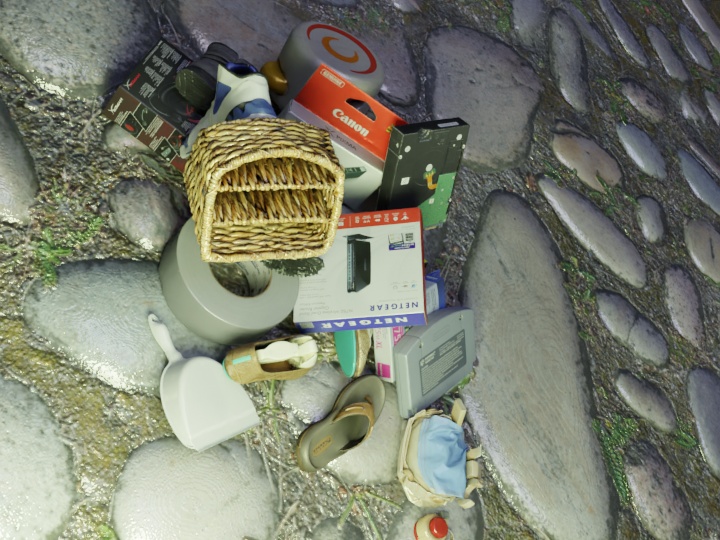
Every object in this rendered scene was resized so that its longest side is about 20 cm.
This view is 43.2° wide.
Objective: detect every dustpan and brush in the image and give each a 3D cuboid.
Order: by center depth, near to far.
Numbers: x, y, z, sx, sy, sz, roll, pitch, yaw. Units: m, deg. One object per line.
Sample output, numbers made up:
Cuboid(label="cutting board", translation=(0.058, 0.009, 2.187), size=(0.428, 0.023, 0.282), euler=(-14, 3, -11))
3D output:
Cuboid(label="dustpan and brush", translation=(-0.232, 0.141, 1.232), size=(0.139, 0.057, 0.200), euler=(-15, 79, -56))

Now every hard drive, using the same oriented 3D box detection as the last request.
Cuboid(label="hard drive", translation=(0.098, -0.152, 1.508), size=(0.140, 0.200, 0.038), euler=(-14, 41, -30))

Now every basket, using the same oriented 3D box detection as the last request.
Cuboid(label="basket", translation=(-0.120, -0.109, 1.223), size=(0.200, 0.143, 0.149), euler=(-2, 62, -29))

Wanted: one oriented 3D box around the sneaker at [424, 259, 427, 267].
Cuboid(label="sneaker", translation=(0.037, -0.013, 1.525), size=(0.081, 0.074, 0.200), euler=(48, 21, 15))

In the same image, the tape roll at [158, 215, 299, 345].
Cuboid(label="tape roll", translation=(-0.191, 0.008, 1.336), size=(0.200, 0.066, 0.201), euler=(20, 52, -28))

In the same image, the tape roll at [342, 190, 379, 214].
Cuboid(label="tape roll", translation=(-0.047, -0.149, 1.578), size=(0.203, 0.037, 0.203), euler=(20, 52, -28))

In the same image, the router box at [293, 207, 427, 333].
Cuboid(label="router box", translation=(0.000, 0.000, 1.399), size=(0.200, 0.049, 0.180), euler=(-5, 63, 8))

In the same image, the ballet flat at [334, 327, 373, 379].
Cuboid(label="ballet flat", translation=(-0.013, 0.074, 1.434), size=(0.065, 0.071, 0.200), euler=(0, 64, -34))

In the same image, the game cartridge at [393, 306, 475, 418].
Cuboid(label="game cartridge", translation=(0.122, 0.138, 1.479), size=(0.200, 0.041, 0.133), euler=(-28, 115, -46))

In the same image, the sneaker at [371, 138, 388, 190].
Cuboid(label="sneaker", translation=(0.033, -0.159, 1.588), size=(0.200, 0.112, 0.071), euler=(65, 32, -33))

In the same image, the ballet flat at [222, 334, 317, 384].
Cuboid(label="ballet flat", translation=(-0.107, 0.119, 1.297), size=(0.200, 0.072, 0.068), euler=(1, 67, -54))

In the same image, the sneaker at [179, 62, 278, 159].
Cuboid(label="sneaker", translation=(-0.181, -0.229, 1.296), size=(0.080, 0.199, 0.115), euler=(8, 71, -37))

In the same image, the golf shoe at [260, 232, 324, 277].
Cuboid(label="golf shoe", translation=(-0.135, -0.062, 1.326), size=(0.200, 0.078, 0.095), euler=(28, 48, -24))

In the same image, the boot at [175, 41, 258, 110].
Cuboid(label="boot", translation=(-0.180, -0.268, 1.418), size=(0.200, 0.070, 0.132), euler=(47, 39, -11))

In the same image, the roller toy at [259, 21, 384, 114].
Cuboid(label="roller toy", translation=(-0.064, -0.332, 1.603), size=(0.182, 0.140, 0.200), euler=(38, 35, 5))

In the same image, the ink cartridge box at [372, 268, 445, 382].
Cuboid(label="ink cartridge box", translation=(0.091, 0.086, 1.490), size=(0.200, 0.042, 0.120), euler=(-33, 126, -49))

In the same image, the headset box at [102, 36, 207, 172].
Cuboid(label="headset box", translation=(-0.275, -0.245, 1.425), size=(0.200, 0.075, 0.149), euler=(36, 46, -15))

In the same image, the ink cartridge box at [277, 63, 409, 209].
Cuboid(label="ink cartridge box", translation=(-0.034, -0.212, 1.476), size=(0.200, 0.174, 0.044), euler=(32, 39, -19))

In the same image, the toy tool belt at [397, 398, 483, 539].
Cuboid(label="toy tool belt", translation=(0.124, 0.301, 1.359), size=(0.125, 0.123, 0.200), euler=(17, 53, -30))

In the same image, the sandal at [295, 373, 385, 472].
Cuboid(label="sandal", translation=(-0.017, 0.223, 1.326), size=(0.200, 0.055, 0.082), euler=(-33, 111, -46))
